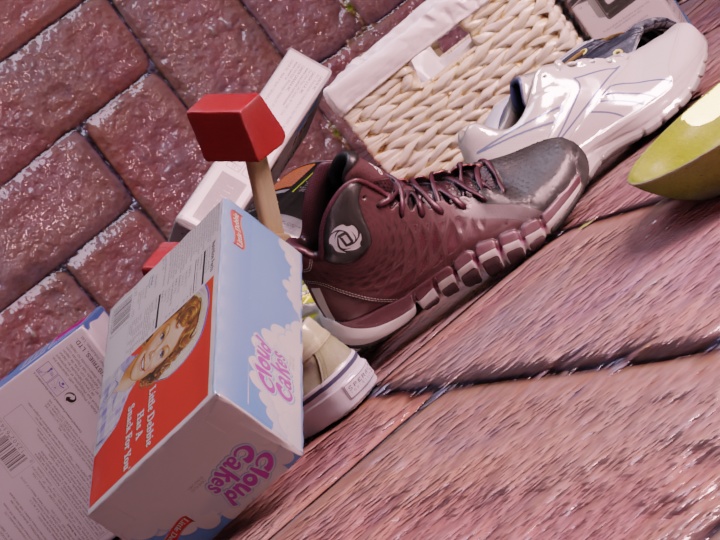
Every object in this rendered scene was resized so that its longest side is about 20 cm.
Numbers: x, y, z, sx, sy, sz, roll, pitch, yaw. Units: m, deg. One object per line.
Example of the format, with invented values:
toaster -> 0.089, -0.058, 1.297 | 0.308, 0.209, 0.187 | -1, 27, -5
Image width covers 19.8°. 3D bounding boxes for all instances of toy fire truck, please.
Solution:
toy fire truck -> -0.084, -0.005, 1.411 | 0.049, 0.200, 0.141 | 2, 39, 34

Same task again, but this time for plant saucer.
plant saucer -> 0.226, -0.094, 1.061 | 0.200, 0.031, 0.200 | -37, 6, 4

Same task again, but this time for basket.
basket -> 0.098, -0.154, 1.698 | 0.198, 0.161, 0.200 | -37, 5, 12

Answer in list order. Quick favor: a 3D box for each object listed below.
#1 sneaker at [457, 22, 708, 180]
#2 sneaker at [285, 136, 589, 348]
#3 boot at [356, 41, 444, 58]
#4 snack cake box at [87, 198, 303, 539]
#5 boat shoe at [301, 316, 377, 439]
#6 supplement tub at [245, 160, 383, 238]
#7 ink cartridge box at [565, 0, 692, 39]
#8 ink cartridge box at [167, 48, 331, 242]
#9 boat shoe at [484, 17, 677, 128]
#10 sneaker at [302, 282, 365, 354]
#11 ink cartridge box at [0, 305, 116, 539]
sneaker -> 0.153, -0.112, 1.390 | 0.200, 0.087, 0.075 | -38, 3, -19
sneaker -> 0.041, -0.045, 1.290 | 0.200, 0.116, 0.076 | -36, 31, -1
boot -> 0.039, -0.126, 1.856 | 0.200, 0.155, 0.073 | -42, 7, -36
snack cake box -> -0.093, 0.062, 1.204 | 0.115, 0.067, 0.200 | -42, 26, 23
boat shoe -> -0.071, 0.087, 1.298 | 0.200, 0.062, 0.072 | -33, 7, 38
supplement tub -> -0.037, -0.009, 1.566 | 0.123, 0.123, 0.200 | -35, 6, 29
ink cartridge box -> 0.190, -0.251, 1.677 | 0.068, 0.200, 0.116 | -34, 6, 15
ink cartridge box -> -0.103, -0.057, 1.672 | 0.200, 0.045, 0.176 | -59, -1, -34
boat shoe -> 0.164, -0.124, 1.502 | 0.091, 0.071, 0.200 | -24, 17, 43
sneaker -> 0.000, 0.000, 1.410 | 0.075, 0.076, 0.200 | -33, 7, 41
ink cartridge box -> -0.226, 0.140, 1.464 | 0.200, 0.136, 0.076 | -37, 4, 8
